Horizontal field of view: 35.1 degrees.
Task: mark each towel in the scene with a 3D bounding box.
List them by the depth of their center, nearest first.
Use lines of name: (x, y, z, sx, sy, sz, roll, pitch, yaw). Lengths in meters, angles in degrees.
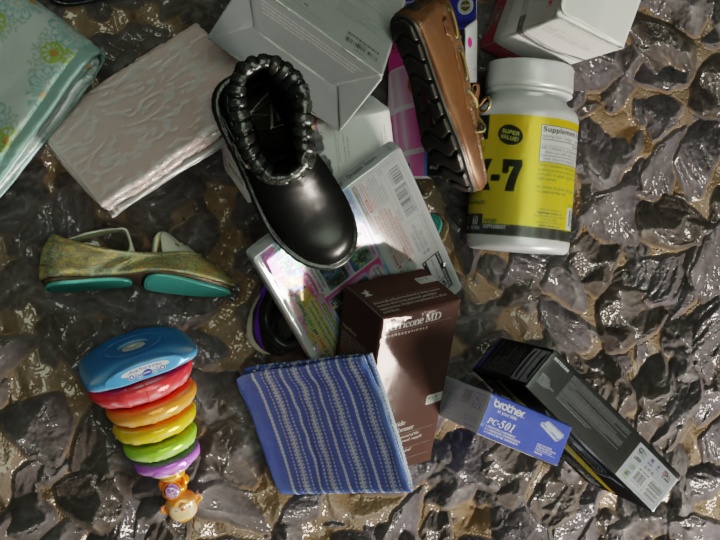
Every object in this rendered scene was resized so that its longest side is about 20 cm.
towel: (-0.370, -0.180, 1.097, 0.171, 0.048, 0.201, 36, 82, 5)
towel: (-0.200, -0.150, 1.107, 0.199, 0.191, 0.032, -35, 134, -12)
towel: (-0.041, 0.160, 1.150, 0.024, 0.199, 0.146, -24, 98, -44)

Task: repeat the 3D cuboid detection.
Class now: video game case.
video game case: (0.000, 0.000, 1.142, 0.182, 0.024, 0.201, -38, 129, -12)

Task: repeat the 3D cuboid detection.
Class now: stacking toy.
stacking toy: (-0.204, 0.168, 1.155, 0.115, 0.110, 0.202, -18, 106, -16)

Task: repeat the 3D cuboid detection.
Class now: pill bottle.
pill bottle: (0.177, -0.121, 1.232, 0.113, 0.114, 0.202, 4, 90, -15)

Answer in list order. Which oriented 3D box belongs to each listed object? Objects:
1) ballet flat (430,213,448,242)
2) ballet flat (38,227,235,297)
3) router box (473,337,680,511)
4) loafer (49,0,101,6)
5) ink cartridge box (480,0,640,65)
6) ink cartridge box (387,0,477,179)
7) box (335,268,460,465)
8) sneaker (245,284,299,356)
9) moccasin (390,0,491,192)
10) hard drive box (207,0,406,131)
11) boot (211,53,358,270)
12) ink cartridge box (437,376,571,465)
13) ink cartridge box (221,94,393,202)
ballet flat: (0.026, 0.023, 1.230, 0.200, 0.070, 0.065, -42, 128, -8)
ballet flat: (-0.225, -0.010, 1.157, 0.198, 0.071, 0.072, 2, 91, -15)
router box: (0.229, 0.162, 1.230, 0.200, 0.157, 0.052, 44, 81, -12)
loafer: (-0.225, -0.315, 1.147, 0.198, 0.063, 0.073, -21, 97, -13)
ink cartridge box: (0.220, -0.298, 1.194, 0.084, 0.200, 0.147, 22, 86, -14)
ink cartridge box: (0.077, -0.199, 1.218, 0.094, 0.037, 0.202, 1, 89, 30)
box: (0.030, 0.107, 1.158, 0.099, 0.075, 0.202, -12, 122, -32)
sneaker: (-0.062, -0.007, 1.177, 0.069, 0.099, 0.202, 11, 89, -17)
moccasin: (0.091, -0.174, 1.133, 0.077, 0.073, 0.203, -30, 110, -25)
hard drive box: (-0.046, -0.250, 1.126, 0.155, 0.201, 0.077, 34, 123, -12)
boot: (-0.058, -0.085, 0.984, 0.079, 0.158, 0.212, -37, 104, -10)
ink cartridge box: (0.133, 0.149, 1.181, 0.093, 0.200, 0.045, 24, 86, -14)
ink cartridge box: (-0.077, -0.128, 1.158, 0.198, 0.115, 0.068, -13, 114, -13)
